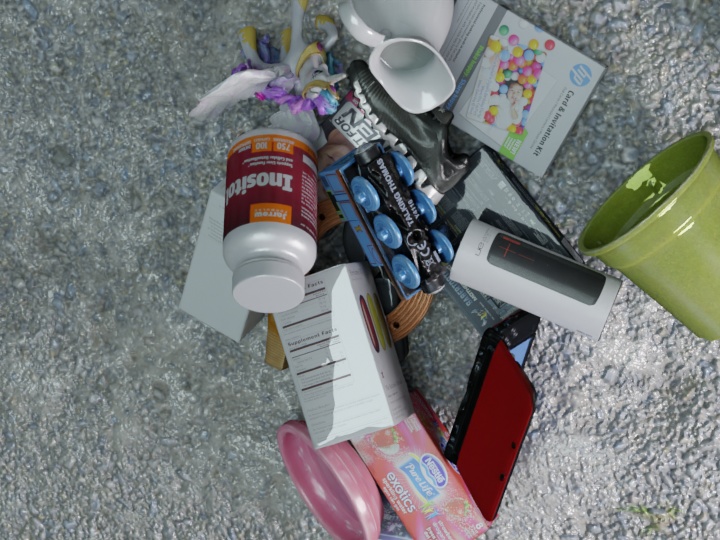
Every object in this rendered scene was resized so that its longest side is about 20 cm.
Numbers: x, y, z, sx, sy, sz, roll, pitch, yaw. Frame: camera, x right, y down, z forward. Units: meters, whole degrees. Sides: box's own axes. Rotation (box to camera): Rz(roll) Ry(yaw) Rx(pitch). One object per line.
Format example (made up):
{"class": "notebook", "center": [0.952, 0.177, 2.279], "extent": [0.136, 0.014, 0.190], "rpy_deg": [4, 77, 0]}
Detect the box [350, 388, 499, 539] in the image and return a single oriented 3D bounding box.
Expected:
{"class": "box", "center": [0.083, 0.263, 1.790], "extent": [0.095, 0.100, 0.201], "rpy_deg": [-34, 83, 13]}

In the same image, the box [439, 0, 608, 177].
{"class": "box", "center": [0.178, -0.232, 1.709], "extent": [0.199, 0.041, 0.157], "rpy_deg": [32, 108, 7]}

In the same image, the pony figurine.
{"class": "pony figurine", "center": [-0.098, -0.235, 1.709], "extent": [0.192, 0.201, 0.166], "rpy_deg": [-35, 134, 25]}

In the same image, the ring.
{"class": "ring", "center": [0.000, 0.000, 1.760], "extent": [0.198, 0.019, 0.203], "rpy_deg": [2, 101, 12]}

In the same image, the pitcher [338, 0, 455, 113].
{"class": "pitcher", "center": [0.037, -0.307, 1.632], "extent": [0.121, 0.202, 0.171], "rpy_deg": [-29, 132, 29]}

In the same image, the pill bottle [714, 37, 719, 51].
{"class": "pill bottle", "center": [0.499, -0.213, 1.579], "extent": [0.112, 0.112, 0.200], "rpy_deg": [-43, 88, 19]}

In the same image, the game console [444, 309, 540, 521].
{"class": "game console", "center": [0.185, 0.169, 1.685], "extent": [0.118, 0.172, 0.202], "rpy_deg": [33, 126, 26]}

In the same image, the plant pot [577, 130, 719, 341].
{"class": "plant pot", "center": [0.389, -0.027, 1.624], "extent": [0.200, 0.201, 0.184], "rpy_deg": [-41, 100, 19]}

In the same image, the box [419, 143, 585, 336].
{"class": "box", "center": [0.161, -0.033, 1.748], "extent": [0.157, 0.051, 0.200], "rpy_deg": [-40, 89, 19]}

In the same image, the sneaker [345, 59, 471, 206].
{"class": "sneaker", "center": [0.064, -0.181, 1.679], "extent": [0.090, 0.067, 0.201], "rpy_deg": [-33, 97, 15]}

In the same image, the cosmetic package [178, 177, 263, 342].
{"class": "cosmetic package", "center": [-0.159, -0.018, 1.803], "extent": [0.101, 0.074, 0.201], "rpy_deg": [30, 128, 11]}

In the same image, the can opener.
{"class": "can opener", "center": [0.019, 0.020, 1.798], "extent": [0.066, 0.053, 0.203], "rpy_deg": [-3, 101, 14]}

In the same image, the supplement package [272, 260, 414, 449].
{"class": "supplement package", "center": [-0.023, 0.100, 1.703], "extent": [0.108, 0.114, 0.202], "rpy_deg": [-18, 88, 15]}

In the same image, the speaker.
{"class": "speaker", "center": [0.209, 0.011, 1.675], "extent": [0.198, 0.081, 0.082], "rpy_deg": [24, 107, 10]}

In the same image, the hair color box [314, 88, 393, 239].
{"class": "hair color box", "center": [-0.018, -0.144, 1.773], "extent": [0.100, 0.060, 0.200], "rpy_deg": [44, 110, 4]}

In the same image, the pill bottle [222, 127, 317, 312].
{"class": "pill bottle", "center": [-0.106, -0.059, 1.648], "extent": [0.112, 0.113, 0.202], "rpy_deg": [-12, 57, 18]}

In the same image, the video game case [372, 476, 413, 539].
{"class": "video game case", "center": [0.064, 0.367, 1.875], "extent": [0.141, 0.019, 0.203], "rpy_deg": [10, 102, 14]}

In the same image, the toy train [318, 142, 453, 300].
{"class": "toy train", "center": [0.035, -0.060, 1.674], "extent": [0.114, 0.086, 0.201], "rpy_deg": [0, 121, 61]}

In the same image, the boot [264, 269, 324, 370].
{"class": "boot", "center": [-0.032, 0.079, 1.817], "extent": [0.199, 0.071, 0.146], "rpy_deg": [18, 106, 16]}

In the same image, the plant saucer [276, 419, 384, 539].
{"class": "plant saucer", "center": [-0.033, 0.276, 1.818], "extent": [0.051, 0.200, 0.202], "rpy_deg": [-32, 91, -21]}
